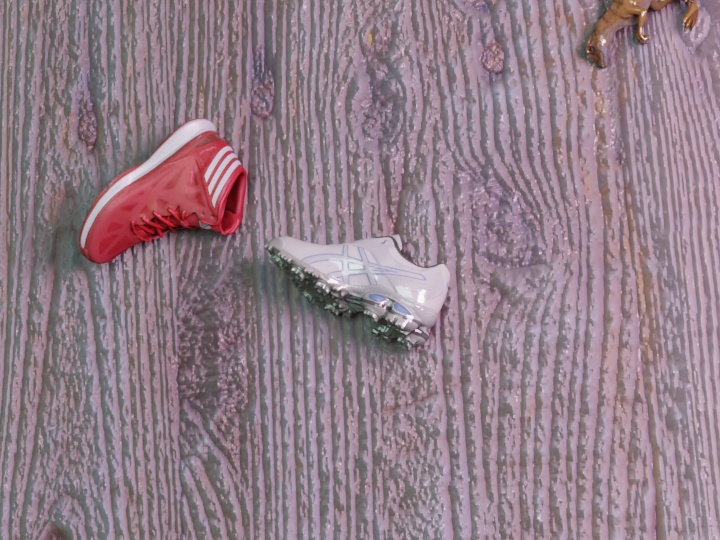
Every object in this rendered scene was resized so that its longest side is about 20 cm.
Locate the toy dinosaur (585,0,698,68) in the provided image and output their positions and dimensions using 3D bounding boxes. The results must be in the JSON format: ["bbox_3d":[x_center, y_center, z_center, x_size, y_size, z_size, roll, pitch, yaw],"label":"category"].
[{"bbox_3d":[0.287,-0.290,1.661,0.106,0.060,0.201,30,90,28],"label":"toy dinosaur"}]

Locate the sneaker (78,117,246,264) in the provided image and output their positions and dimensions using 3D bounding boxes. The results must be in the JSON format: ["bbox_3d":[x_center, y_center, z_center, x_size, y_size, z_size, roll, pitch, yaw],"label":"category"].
[{"bbox_3d":[-0.205,-0.059,1.809,0.200,0.078,0.116,-47,63,8],"label":"sneaker"}]

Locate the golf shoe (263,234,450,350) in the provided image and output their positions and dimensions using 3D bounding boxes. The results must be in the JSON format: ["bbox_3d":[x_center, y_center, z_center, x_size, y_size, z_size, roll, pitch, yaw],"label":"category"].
[{"bbox_3d":[0.000,0.000,1.718,0.199,0.078,0.097,26,71,21],"label":"golf shoe"}]
